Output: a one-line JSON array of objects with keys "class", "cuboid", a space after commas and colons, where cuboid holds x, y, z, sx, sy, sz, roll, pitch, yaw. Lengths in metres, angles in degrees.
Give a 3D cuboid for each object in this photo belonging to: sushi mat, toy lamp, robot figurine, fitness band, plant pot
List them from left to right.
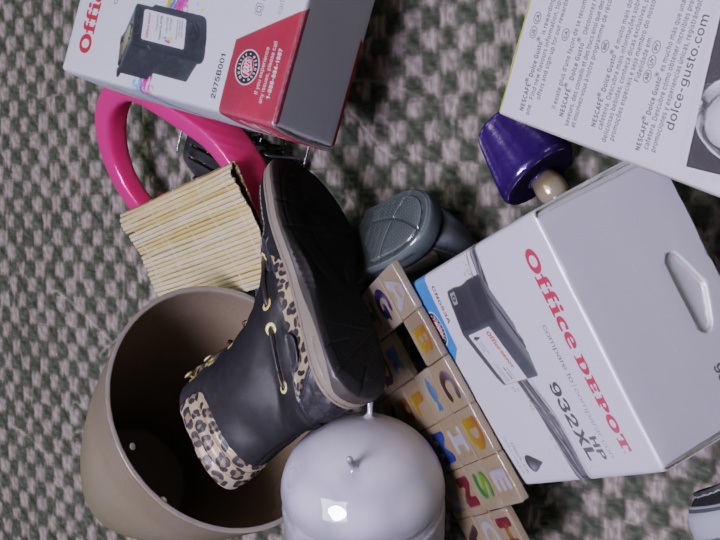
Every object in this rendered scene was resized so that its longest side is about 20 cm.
[{"class": "plant pot", "cuboid": [-0.147, 0.139, 0.918, 0.200, 0.186, 0.189, -39, 70, 49]}, {"class": "fitness band", "cuboid": [-0.143, -0.078, 0.930, 0.199, 0.037, 0.145, 32, 140, 30]}, {"class": "sushi mat", "cuboid": [-0.130, -0.020, 0.921, 0.199, 0.012, 0.097, -15, 104, 53]}, {"class": "robot figurine", "cuboid": [0.003, 0.182, 0.803, 0.111, 0.170, 0.202, -2, 123, 0]}, {"class": "toy lamp", "cuboid": [0.144, -0.021, 0.727, 0.058, 0.058, 0.201, -50, 63, 31]}]

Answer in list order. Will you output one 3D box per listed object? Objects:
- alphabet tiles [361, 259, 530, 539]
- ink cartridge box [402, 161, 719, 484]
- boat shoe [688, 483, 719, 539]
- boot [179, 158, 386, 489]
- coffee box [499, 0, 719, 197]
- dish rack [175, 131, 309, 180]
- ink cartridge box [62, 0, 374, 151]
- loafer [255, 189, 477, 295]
[{"class": "alphabet tiles", "cuboid": [0.049, 0.104, 0.784, 0.202, 0.007, 0.167, 62, 160, 8]}, {"class": "ink cartridge box", "cuboid": [0.119, 0.039, 0.664, 0.147, 0.083, 0.200, 63, 159, 3]}, {"class": "boat shoe", "cuboid": [0.266, 0.095, 0.636, 0.199, 0.068, 0.057, -30, 72, 30]}, {"class": "boot", "cuboid": [-0.065, 0.037, 0.798, 0.150, 0.073, 0.202, -42, 52, 32]}, {"class": "coffee box", "cuboid": [0.218, -0.142, 0.562, 0.196, 0.198, 0.203, 26, 110, 35]}, {"class": "dish rack", "cuboid": [-0.090, -0.148, 0.908, 0.153, 0.054, 0.203, 29, 112, 35]}, {"class": "ink cartridge box", "cuboid": [-0.098, -0.181, 0.809, 0.198, 0.082, 0.148, 18, 94, 30]}, {"class": "loafer", "cuboid": [0.000, 0.000, 0.843, 0.199, 0.062, 0.073, -19, 53, 47]}]
